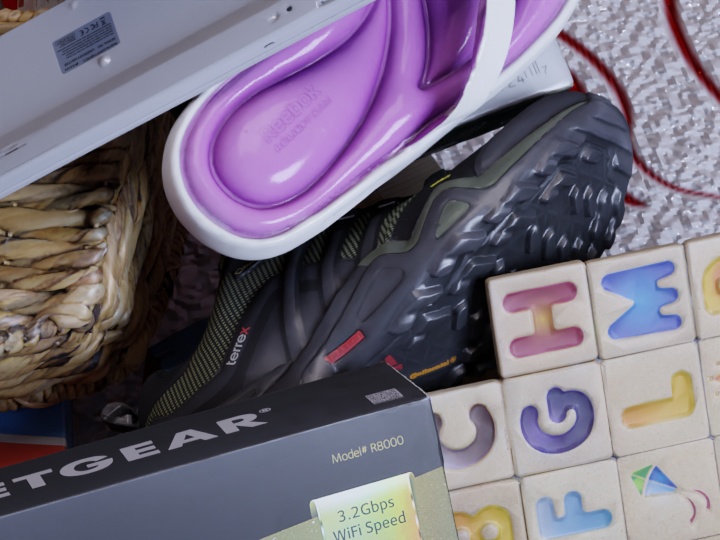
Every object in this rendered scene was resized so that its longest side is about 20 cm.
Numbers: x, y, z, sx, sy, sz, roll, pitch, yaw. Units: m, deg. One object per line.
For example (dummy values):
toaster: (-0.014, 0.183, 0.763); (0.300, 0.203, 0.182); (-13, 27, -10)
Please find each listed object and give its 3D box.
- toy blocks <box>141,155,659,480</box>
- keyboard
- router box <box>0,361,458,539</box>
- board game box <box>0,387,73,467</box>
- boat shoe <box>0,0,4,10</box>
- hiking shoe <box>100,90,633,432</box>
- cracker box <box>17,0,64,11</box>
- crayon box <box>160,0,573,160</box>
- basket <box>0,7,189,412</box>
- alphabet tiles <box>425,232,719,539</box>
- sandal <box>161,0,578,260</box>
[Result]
toy blocks: (0.003, 0.049, 1.066); (0.136, 0.100, 0.200); (-28, 48, -8)
keyboard: (-0.087, -0.067, 0.976); (0.200, 0.011, 0.056); (-27, 56, 12)
router box: (-0.062, 0.132, 0.925); (0.199, 0.158, 0.052); (-16, 14, -12)
board game box: (-0.203, 0.071, 1.079); (0.199, 0.040, 0.153); (-5, 44, -3)
boat shoe: (-0.237, -0.141, 1.273); (0.202, 0.075, 0.075); (24, 50, 25)
hiking shoe: (0.000, 0.000, 1.003); (0.200, 0.076, 0.101); (-42, 51, -8)
cracker box: (-0.053, -0.117, 1.152); (0.134, 0.058, 0.200); (3, 1, -15)
crayon box: (-0.025, -0.129, 1.028); (0.125, 0.052, 0.200); (-21, 86, -18)
basket: (-0.168, -0.013, 1.090); (0.199, 0.149, 0.143); (4, 77, 7)
alphabet tiles: (0.117, 0.071, 0.987); (0.199, 0.167, 0.006); (-11, 13, -8)
sandal: (0.018, -0.083, 0.975); (0.082, 0.050, 0.203); (38, 74, -1)
